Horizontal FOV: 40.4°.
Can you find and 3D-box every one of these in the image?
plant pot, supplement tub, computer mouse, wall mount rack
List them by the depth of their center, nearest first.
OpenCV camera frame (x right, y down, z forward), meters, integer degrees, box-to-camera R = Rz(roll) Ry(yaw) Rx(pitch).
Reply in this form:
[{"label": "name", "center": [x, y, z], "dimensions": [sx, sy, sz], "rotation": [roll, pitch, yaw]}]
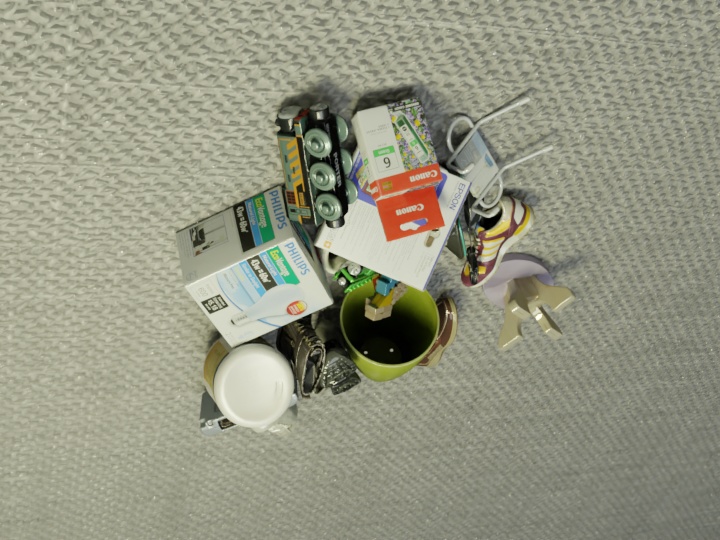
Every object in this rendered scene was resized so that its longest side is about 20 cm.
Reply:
[{"label": "wall mount rack", "center": [0.231, -0.194, 1.639], "dimensions": [0.174, 0.074, 0.201], "rotation": [-51, 133, -13]}, {"label": "computer mouse", "center": [0.206, -0.068, 1.747], "dimensions": [0.033, 0.059, 0.203], "rotation": [-7, 117, -3]}, {"label": "supplement tub", "center": [-0.207, 0.190, 1.764], "dimensions": [0.142, 0.200, 0.148], "rotation": [-2, 97, -17]}, {"label": "plant pot", "center": [0.045, 0.134, 1.872], "dimensions": [0.184, 0.190, 0.201], "rotation": [-11, 154, -11]}]

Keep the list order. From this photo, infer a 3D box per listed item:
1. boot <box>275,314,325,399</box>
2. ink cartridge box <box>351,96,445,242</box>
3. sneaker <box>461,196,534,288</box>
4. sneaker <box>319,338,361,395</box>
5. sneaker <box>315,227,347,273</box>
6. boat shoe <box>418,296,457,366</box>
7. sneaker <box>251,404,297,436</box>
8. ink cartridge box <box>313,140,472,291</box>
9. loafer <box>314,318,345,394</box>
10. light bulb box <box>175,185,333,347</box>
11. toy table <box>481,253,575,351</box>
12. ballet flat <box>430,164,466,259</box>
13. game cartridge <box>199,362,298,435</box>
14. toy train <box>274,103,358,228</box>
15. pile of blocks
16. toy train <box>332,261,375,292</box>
[{"label": "boot", "center": [-0.094, 0.104, 1.725], "dimensions": [0.068, 0.174, 0.204], "rotation": [2, 107, -20]}, {"label": "ink cartridge box", "center": [0.065, -0.157, 1.518], "dimensions": [0.107, 0.203, 0.050], "rotation": [-15, 178, -15]}, {"label": "sneaker", "center": [0.231, -0.057, 1.810], "dimensions": [0.089, 0.075, 0.201], "rotation": [20, 120, -29]}, {"label": "sneaker", "center": [-0.051, 0.167, 1.790], "dimensions": [0.075, 0.092, 0.200], "rotation": [-24, 162, -5]}, {"label": "sneaker", "center": [-0.005, -0.077, 1.650], "dimensions": [0.074, 0.100, 0.201], "rotation": [20, 126, -25]}, {"label": "boat shoe", "center": [0.139, 0.129, 1.977], "dimensions": [0.071, 0.073, 0.201], "rotation": [-4, 144, -22]}, {"label": "sneaker", "center": [-0.160, 0.296, 1.934], "dimensions": [0.072, 0.086, 0.200], "rotation": [-17, -175, 15]}, {"label": "ink cartridge box", "center": [0.052, -0.095, 1.591], "dimensions": [0.197, 0.047, 0.200], "rotation": [22, 101, -12]}, {"label": "loafer", "center": [-0.070, 0.172, 1.920], "dimensions": [0.070, 0.069, 0.202], "rotation": [-53, 156, -35]}, {"label": "light bulb box", "center": [-0.175, -0.003, 1.642], "dimensions": [0.197, 0.126, 0.199], "rotation": [-24, 140, 5]}, {"label": "toy table", "center": [0.329, 0.062, 1.945], "dimensions": [0.198, 0.118, 0.184], "rotation": [16, 129, -38]}, {"label": "ballet flat", "center": [0.148, -0.101, 1.727], "dimensions": [0.067, 0.069, 0.202], "rotation": [-9, 130, 1]}, {"label": "game cartridge", "center": [-0.215, 0.243, 1.898], "dimensions": [0.197, 0.134, 0.042], "rotation": [-20, 112, 5]}, {"label": "toy train", "center": [-0.073, -0.159, 1.502], "dimensions": [0.112, 0.085, 0.203], "rotation": [7, 123, 26]}, {"label": "pile of blocks", "center": [0.060, 0.000, 1.763], "dimensions": [0.200, 0.062, 0.083], "rotation": [-49, 139, -21]}, {"label": "toy train", "center": [0.000, 0.000, 1.709], "dimensions": [0.056, 0.042, 0.200], "rotation": [-45, 175, 12]}]
